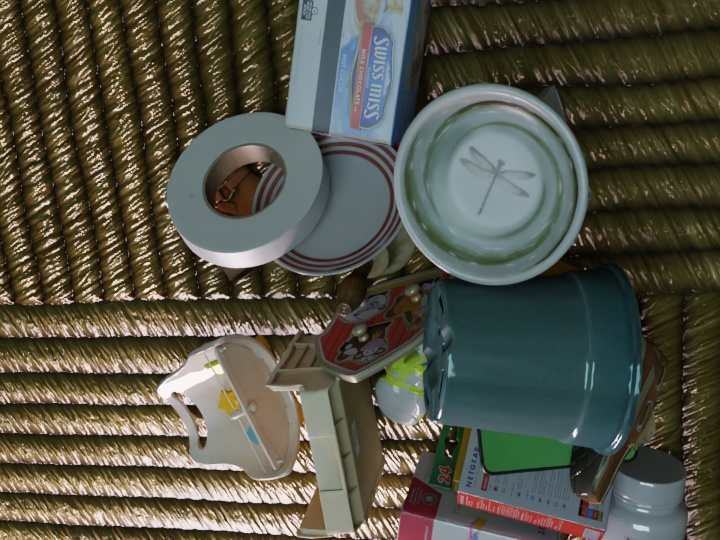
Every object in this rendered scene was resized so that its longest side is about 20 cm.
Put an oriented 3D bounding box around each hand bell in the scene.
[{"bbox_3d":[0.000,0.000,1.190,0.102,0.201,0.106,6,117,11],"label":"hand bell"}]

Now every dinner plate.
[{"bbox_3d":[-0.034,-0.080,1.196,0.196,0.204,0.024,1,151,15],"label":"dinner plate"}]

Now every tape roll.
[{"bbox_3d":[-0.136,-0.099,1.199,0.198,0.207,0.037,0,151,15],"label":"tape roll"}]

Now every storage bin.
[{"bbox_3d":[-0.040,0.201,1.272,0.092,0.199,0.204,-6,106,12],"label":"storage bin"}]

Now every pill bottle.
[{"bbox_3d":[0.347,0.333,1.251,0.111,0.113,0.205,7,108,13],"label":"pill bottle"}]

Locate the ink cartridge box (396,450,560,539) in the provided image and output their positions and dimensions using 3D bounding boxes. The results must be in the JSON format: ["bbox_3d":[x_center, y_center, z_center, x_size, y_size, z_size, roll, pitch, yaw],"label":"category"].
[{"bbox_3d":[0.154,0.323,1.283,0.196,0.148,0.087,13,113,11],"label":"ink cartridge box"}]

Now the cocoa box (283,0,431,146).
[{"bbox_3d":[0.002,-0.253,1.142,0.128,0.133,0.205,11,101,11],"label":"cocoa box"}]

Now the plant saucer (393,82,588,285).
[{"bbox_3d":[0.132,-0.088,1.002,0.196,0.050,0.205,7,110,19],"label":"plant saucer"}]

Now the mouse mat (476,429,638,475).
[{"bbox_3d":[0.225,0.148,1.161,0.195,0.008,0.165,-2,81,-13],"label":"mouse mat"}]

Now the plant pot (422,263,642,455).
[{"bbox_3d":[0.170,0.090,1.062,0.191,0.201,0.205,3,109,-5],"label":"plant pot"}]

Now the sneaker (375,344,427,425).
[{"bbox_3d":[0.075,0.113,1.284,0.075,0.106,0.202,26,143,14],"label":"sneaker"}]

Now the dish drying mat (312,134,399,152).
[{"bbox_3d":[0.019,-0.152,1.243,0.199,0.018,0.077,37,112,1],"label":"dish drying mat"}]

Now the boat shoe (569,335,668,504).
[{"bbox_3d":[0.301,0.169,1.132,0.073,0.076,0.203,26,76,-12],"label":"boat shoe"}]

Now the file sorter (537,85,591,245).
[{"bbox_3d":[0.172,-0.106,1.120,0.122,0.200,0.141,-17,102,23],"label":"file sorter"}]

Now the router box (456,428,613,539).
[{"bbox_3d":[0.223,0.202,1.211,0.176,0.203,0.049,13,153,11],"label":"router box"}]

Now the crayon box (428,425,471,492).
[{"bbox_3d":[0.193,0.229,1.256,0.196,0.129,0.051,11,154,11],"label":"crayon box"}]

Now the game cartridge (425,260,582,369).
[{"bbox_3d":[0.190,0.074,1.202,0.173,0.032,0.203,22,78,6],"label":"game cartridge"}]

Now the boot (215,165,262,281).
[{"bbox_3d":[-0.136,-0.103,1.279,0.199,0.077,0.157,-36,84,20],"label":"boot"}]

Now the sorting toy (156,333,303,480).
[{"bbox_3d":[-0.190,0.188,1.368,0.177,0.107,0.203,-21,101,28],"label":"sorting toy"}]

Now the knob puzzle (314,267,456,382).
[{"bbox_3d":[0.021,0.059,1.194,0.216,0.221,0.031,-21,114,20],"label":"knob puzzle"}]
